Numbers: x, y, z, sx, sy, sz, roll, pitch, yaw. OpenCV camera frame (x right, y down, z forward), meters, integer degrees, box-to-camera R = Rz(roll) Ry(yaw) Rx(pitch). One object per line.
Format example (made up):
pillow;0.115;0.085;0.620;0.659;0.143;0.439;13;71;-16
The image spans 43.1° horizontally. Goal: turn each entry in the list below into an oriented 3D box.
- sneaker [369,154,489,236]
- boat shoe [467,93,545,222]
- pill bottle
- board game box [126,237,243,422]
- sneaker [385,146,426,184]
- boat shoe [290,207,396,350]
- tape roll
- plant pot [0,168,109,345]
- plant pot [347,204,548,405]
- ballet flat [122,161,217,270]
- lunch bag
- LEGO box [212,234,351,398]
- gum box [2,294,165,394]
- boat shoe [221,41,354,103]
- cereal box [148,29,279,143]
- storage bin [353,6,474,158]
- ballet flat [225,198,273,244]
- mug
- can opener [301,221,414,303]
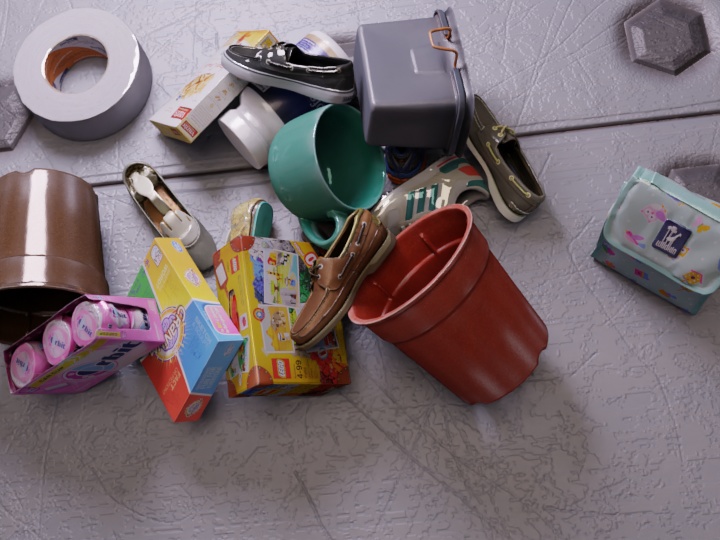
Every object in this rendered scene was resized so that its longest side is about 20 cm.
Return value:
sneaker;0.093;-0.082;1.290;0.200;0.070;0.093;-37;66;-9
boat shoe;0.201;-0.170;1.301;0.060;0.072;0.202;-36;70;41
pill bottle;-0.105;-0.248;1.343;0.200;0.116;0.116;-42;73;-7
board game box;-0.245;0.077;1.219;0.200;0.040;0.153;51;123;33
sneaker;0.073;-0.229;1.338;0.075;0.078;0.200;0;72;5
boat shoe;-0.038;0.008;1.175;0.068;0.072;0.200;44;67;-23
tape roll;-0.431;-0.306;1.422;0.200;0.066;0.201;-2;71;5
plant pot;-0.442;-0.021;1.272;0.200;0.200;0.199;-8;63;3
plant pot;0.122;0.055;1.158;0.195;0.201;0.201;46;79;-19
ballet flat;-0.285;-0.080;1.333;0.067;0.064;0.200;-39;72;-7
lunch bag;0.403;-0.046;1.179;0.170;0.200;0.122;32;77;14
LEGO box;-0.106;0.064;1.218;0.149;0.077;0.200;5;67;-38
gum box;-0.364;0.098;1.209;0.200;0.113;0.066;-30;69;30
boat shoe;-0.097;-0.283;1.248;0.200;0.057;0.069;19;34;14
cereal box;-0.218;-0.277;1.360;0.200;0.040;0.144;-48;29;-11
storage bin;0.067;-0.260;1.241;0.134;0.146;0.200;-4;58;-9
ballet flat;-0.170;-0.007;1.302;0.071;0.071;0.200;5;73;7
mug;-0.060;-0.132;1.258;0.114;0.152;0.185;-13;37;39
can opener;0.000;0.000;1.290;0.053;0.067;0.200;-46;61;-6
